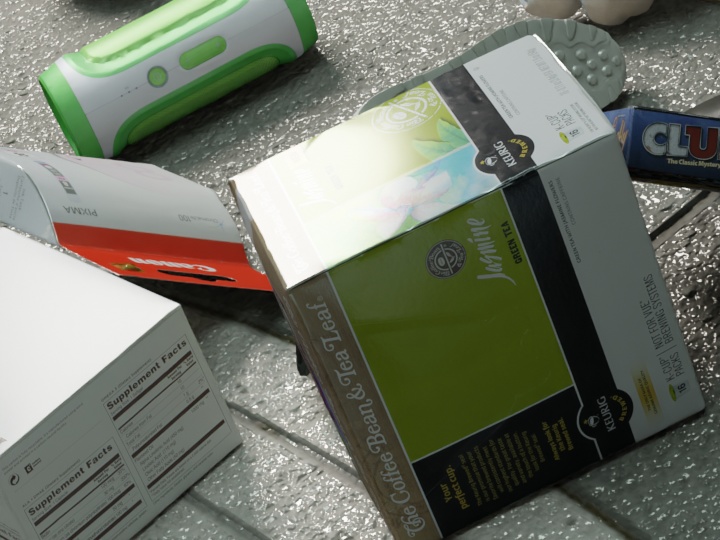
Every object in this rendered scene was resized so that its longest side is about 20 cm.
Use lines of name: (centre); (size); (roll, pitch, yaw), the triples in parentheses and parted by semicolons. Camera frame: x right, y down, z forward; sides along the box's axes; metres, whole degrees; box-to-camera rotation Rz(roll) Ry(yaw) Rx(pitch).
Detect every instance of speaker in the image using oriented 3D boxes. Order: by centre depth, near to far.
speaker: (-0.135, -0.157, 1.832); (0.199, 0.089, 0.088); (-29, 34, -8)

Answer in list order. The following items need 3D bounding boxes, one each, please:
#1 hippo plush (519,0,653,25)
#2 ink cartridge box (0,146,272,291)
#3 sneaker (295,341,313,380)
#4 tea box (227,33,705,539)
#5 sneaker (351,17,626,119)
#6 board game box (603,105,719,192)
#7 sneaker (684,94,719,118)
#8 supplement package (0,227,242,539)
hippo plush: (0.176, -0.263, 1.779); (0.199, 0.161, 0.160); (19, 19, 26)
ink cartridge box: (-0.148, -0.036, 1.625); (0.162, 0.058, 0.199); (6, 6, -42)
sneaker: (0.000, 0.000, 1.559); (0.079, 0.074, 0.201); (1, 36, 0)
tea box: (0.060, 0.013, 1.374); (0.196, 0.201, 0.134); (-25, 34, -4)
sneaker: (0.081, -0.115, 1.661); (0.199, 0.077, 0.080); (-16, -3, -10)
board game box: (0.199, -0.065, 1.414); (0.134, 0.035, 0.200); (7, 1, -6)
sneaker: (0.283, -0.124, 1.532); (0.199, 0.091, 0.076); (-20, 34, 7)
supplement package: (-0.202, 0.081, 1.518); (0.156, 0.111, 0.199); (-41, 38, -24)
